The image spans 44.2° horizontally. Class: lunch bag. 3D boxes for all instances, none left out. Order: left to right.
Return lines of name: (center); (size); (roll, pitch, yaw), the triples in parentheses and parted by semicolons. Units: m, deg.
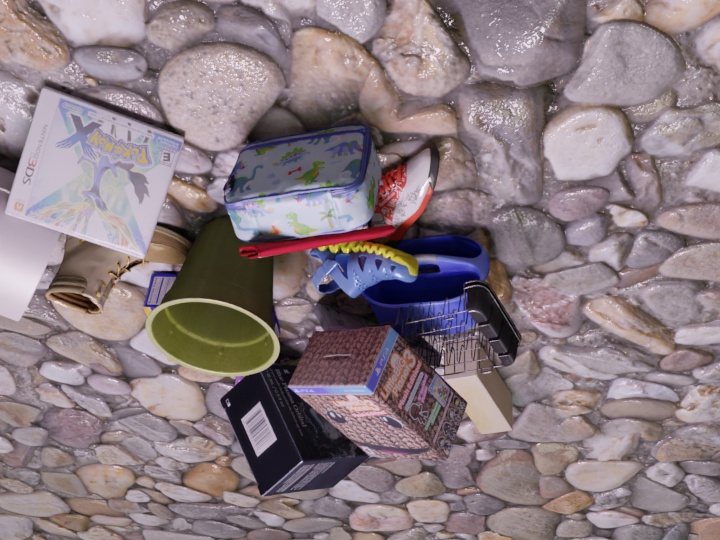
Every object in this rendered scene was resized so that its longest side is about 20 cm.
lunch bag: (-0.076, -0.119, 1.170); (0.198, 0.162, 0.083); (-6, 129, 16)

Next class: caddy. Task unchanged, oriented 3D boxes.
caddy: (0.097, 0.015, 1.320); (0.198, 0.142, 0.106); (-6, 135, 16)

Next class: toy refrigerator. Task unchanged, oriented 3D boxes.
toy refrigerator: (0.214, 0.215, 1.611); (0.069, 0.077, 0.200); (-12, 139, 23)

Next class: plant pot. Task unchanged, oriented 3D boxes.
plant pot: (-0.207, 0.028, 1.351); (0.198, 0.191, 0.201); (4, 141, 3)

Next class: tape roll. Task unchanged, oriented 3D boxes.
tape roll: (-0.531, -0.044, 1.306); (0.138, 0.204, 0.203); (24, 139, -21)

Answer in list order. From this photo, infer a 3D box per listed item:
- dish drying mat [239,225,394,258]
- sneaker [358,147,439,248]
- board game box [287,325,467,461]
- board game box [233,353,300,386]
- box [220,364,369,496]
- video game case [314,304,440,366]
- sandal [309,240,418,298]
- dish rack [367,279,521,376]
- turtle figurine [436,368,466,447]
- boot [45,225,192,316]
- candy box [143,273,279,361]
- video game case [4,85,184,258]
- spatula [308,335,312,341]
dish drying mat: (-0.057, -0.038, 1.184); (0.198, 0.018, 0.077); (-9, -178, -27)
sneaker: (0.031, -0.106, 1.241); (0.107, 0.068, 0.202); (14, 144, -13)
board game box: (0.027, 0.179, 1.271); (0.158, 0.097, 0.200); (-8, 137, 45)
board game box: (-0.184, 0.220, 1.722); (0.119, 0.033, 0.201); (10, 141, -10)
box: (-0.114, 0.281, 1.582); (0.117, 0.198, 0.199); (-43, 151, 24)
video game case: (0.023, 0.102, 1.428); (0.180, 0.022, 0.200); (16, -176, -10)
sandal: (0.000, 0.000, 1.282); (0.199, 0.088, 0.079); (9, 175, 43)
dish rack: (0.114, 0.096, 1.263); (0.198, 0.055, 0.154); (-14, 133, 26)
turtle figurine: (0.063, 0.240, 1.592); (0.199, 0.146, 0.193); (1, 176, 42)
boot: (-0.370, 0.000, 1.370); (0.198, 0.157, 0.073); (11, 142, -4)
candy box: (-0.252, 0.085, 1.523); (0.198, 0.078, 0.170); (2, 143, 9)
video game case: (-0.366, -0.132, 1.224); (0.198, 0.022, 0.184); (19, 101, -15)
spatula: (-0.050, 0.110, 1.440); (0.056, 0.021, 0.200); (19, -175, 12)
